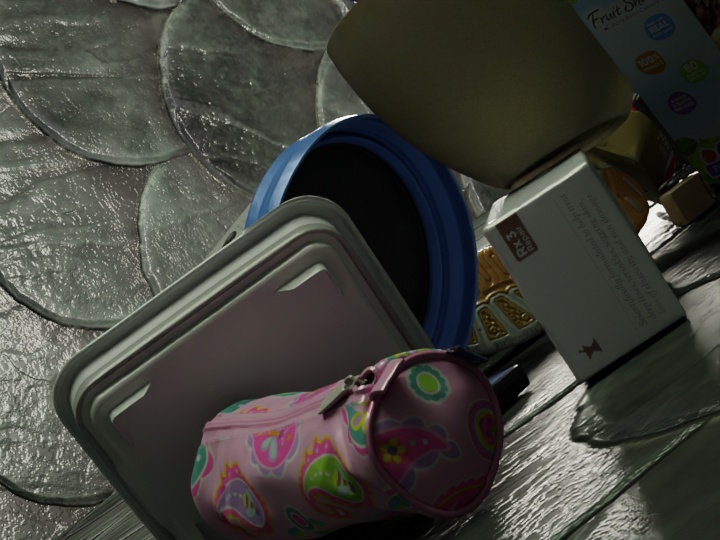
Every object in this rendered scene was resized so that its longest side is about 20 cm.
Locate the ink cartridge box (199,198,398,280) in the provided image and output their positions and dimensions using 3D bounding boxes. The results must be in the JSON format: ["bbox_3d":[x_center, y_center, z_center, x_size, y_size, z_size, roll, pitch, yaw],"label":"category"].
[{"bbox_3d":[-0.081,0.045,1.277,0.200,0.068,0.116,-52,34,-7],"label":"ink cartridge box"}]

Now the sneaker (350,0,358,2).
[{"bbox_3d":[0.074,-0.225,1.187,0.199,0.070,0.099,-29,-15,12],"label":"sneaker"}]

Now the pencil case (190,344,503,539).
[{"bbox_3d":[-0.011,0.091,0.929,0.087,0.088,0.200,-36,8,-32],"label":"pencil case"}]

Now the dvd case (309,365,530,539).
[{"bbox_3d":[0.001,0.131,1.092,0.200,0.018,0.142,-36,2,-37],"label":"dvd case"}]

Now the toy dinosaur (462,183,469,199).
[{"bbox_3d":[0.048,0.005,1.382,0.105,0.199,0.182,-47,14,33],"label":"toy dinosaur"}]

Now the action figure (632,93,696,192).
[{"bbox_3d":[0.191,-0.161,1.243,0.102,0.201,0.119,-30,-1,-40],"label":"action figure"}]

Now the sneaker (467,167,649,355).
[{"bbox_3d":[0.128,0.010,1.339,0.199,0.076,0.088,-33,-15,-16],"label":"sneaker"}]

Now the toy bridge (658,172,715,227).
[{"bbox_3d":[0.279,-0.080,1.226,0.067,0.027,0.200,-35,1,-27],"label":"toy bridge"}]

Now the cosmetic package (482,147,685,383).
[{"bbox_3d":[0.126,-0.009,1.054,0.074,0.102,0.200,-33,3,6],"label":"cosmetic package"}]

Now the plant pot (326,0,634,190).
[{"bbox_3d":[0.096,-0.131,1.153,0.199,0.135,0.200,-29,-9,-5],"label":"plant pot"}]

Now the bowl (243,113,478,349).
[{"bbox_3d":[0.000,0.000,1.202,0.039,0.202,0.200,-3,25,43],"label":"bowl"}]

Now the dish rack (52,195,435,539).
[{"bbox_3d":[-0.055,0.074,1.044,0.199,0.172,0.044,-35,30,-2],"label":"dish rack"}]

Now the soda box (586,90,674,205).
[{"bbox_3d":[0.207,-0.104,1.398,0.068,0.064,0.200,-70,-18,-2],"label":"soda box"}]

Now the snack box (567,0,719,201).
[{"bbox_3d":[0.209,-0.161,1.102,0.067,0.200,0.169,-24,26,37],"label":"snack box"}]
